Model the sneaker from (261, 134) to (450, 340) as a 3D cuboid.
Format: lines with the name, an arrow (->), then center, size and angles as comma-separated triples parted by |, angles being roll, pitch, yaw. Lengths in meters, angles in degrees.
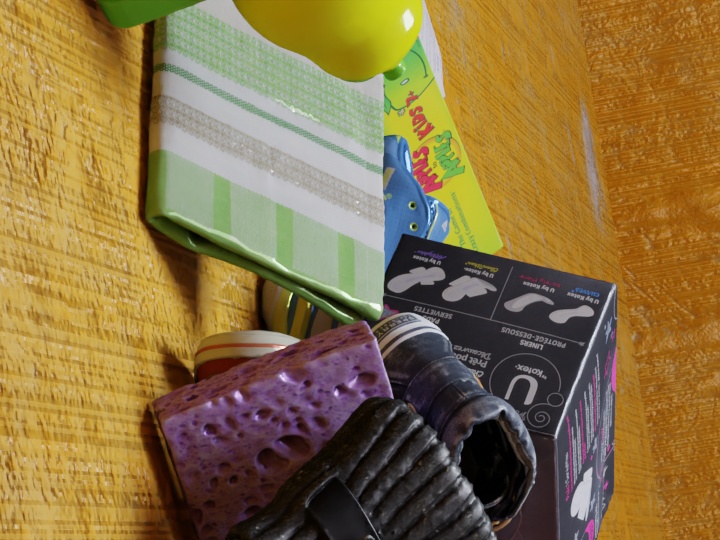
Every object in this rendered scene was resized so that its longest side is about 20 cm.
sneaker -> 0.000, 0.000, 1.588 | 0.076, 0.104, 0.201 | 59, 23, -61

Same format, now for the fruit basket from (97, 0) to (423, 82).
fruit basket -> -0.035, -0.187, 1.327 | 0.216, 0.214, 0.156 | 58, 24, -62

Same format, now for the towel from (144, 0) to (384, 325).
towel -> -0.051, -0.075, 1.447 | 0.149, 0.031, 0.201 | 25, 46, -28

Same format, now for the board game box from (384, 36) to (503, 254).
board game box -> 0.015, -0.095, 1.695 | 0.102, 0.047, 0.201 | 44, -16, 48

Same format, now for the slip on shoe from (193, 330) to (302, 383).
slip on shoe -> -0.038, 0.099, 1.413 | 0.201, 0.074, 0.061 | 74, 15, -49

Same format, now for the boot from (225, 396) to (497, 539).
boot -> 0.000, 0.181, 1.288 | 0.158, 0.079, 0.212 | -37, 125, -31

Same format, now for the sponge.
sponge -> -0.022, 0.131, 1.348 | 0.030, 0.111, 0.201 | -127, -161, -62

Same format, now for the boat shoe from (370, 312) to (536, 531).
boat shoe -> 0.047, 0.120, 1.412 | 0.091, 0.071, 0.201 | 44, -23, 42

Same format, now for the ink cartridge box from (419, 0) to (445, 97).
ink cartridge box -> 0.007, -0.142, 1.819 | 0.137, 0.076, 0.201 | -91, 164, -47

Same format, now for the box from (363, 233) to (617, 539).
box -> 0.067, 0.096, 1.556 | 0.201, 0.131, 0.115 | 85, 24, -50
